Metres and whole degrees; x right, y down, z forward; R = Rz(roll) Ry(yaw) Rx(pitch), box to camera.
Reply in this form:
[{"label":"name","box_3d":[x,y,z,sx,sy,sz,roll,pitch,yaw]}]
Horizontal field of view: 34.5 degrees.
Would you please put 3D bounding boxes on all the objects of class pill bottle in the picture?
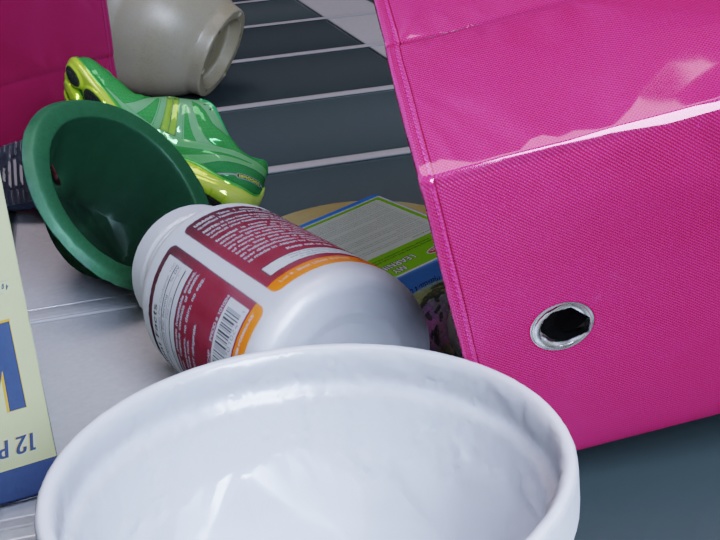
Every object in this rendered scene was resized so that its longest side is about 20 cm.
[{"label":"pill bottle","box_3d":[-0.057,0.026,0.669,0.112,0.114,0.200,-16,25,-27]}]

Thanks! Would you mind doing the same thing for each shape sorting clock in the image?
[{"label":"shape sorting clock","box_3d":[0.000,0.000,0.822,0.198,0.040,0.200,-5,26,2]}]

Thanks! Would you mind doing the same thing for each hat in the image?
[{"label":"hat","box_3d":[-0.225,-0.018,0.904,0.175,0.167,0.199,-33,-14,31]}]

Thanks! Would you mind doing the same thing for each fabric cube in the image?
[{"label":"fabric cube","box_3d":[0.126,-0.054,0.559,0.197,0.197,0.201,-14,43,4]},{"label":"fabric cube","box_3d":[-0.389,-0.209,1.185,0.195,0.202,0.199,15,29,37]}]

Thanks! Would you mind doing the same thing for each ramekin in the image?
[{"label":"ramekin","box_3d":[-0.017,0.117,0.443,0.198,0.106,0.200,-4,21,1]}]

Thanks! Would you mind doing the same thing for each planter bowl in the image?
[{"label":"planter bowl","box_3d":[-0.230,-0.301,1.459,0.134,0.201,0.200,28,28,6]}]

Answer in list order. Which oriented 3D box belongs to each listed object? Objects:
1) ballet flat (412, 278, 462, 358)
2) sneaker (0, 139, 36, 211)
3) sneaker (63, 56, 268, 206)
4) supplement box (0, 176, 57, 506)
[{"label":"ballet flat","box_3d":[0.113,0.030,0.679,0.198,0.070,0.071,-3,1,-5]},{"label":"sneaker","box_3d":[-0.262,-0.084,1.072,0.198,0.071,0.082,-8,-22,18]},{"label":"sneaker","box_3d":[-0.166,-0.114,0.987,0.199,0.074,0.084,37,52,-5]},{"label":"supplement box","box_3d":[-0.262,0.009,0.632,0.133,0.202,0.200,-14,25,-21]}]
